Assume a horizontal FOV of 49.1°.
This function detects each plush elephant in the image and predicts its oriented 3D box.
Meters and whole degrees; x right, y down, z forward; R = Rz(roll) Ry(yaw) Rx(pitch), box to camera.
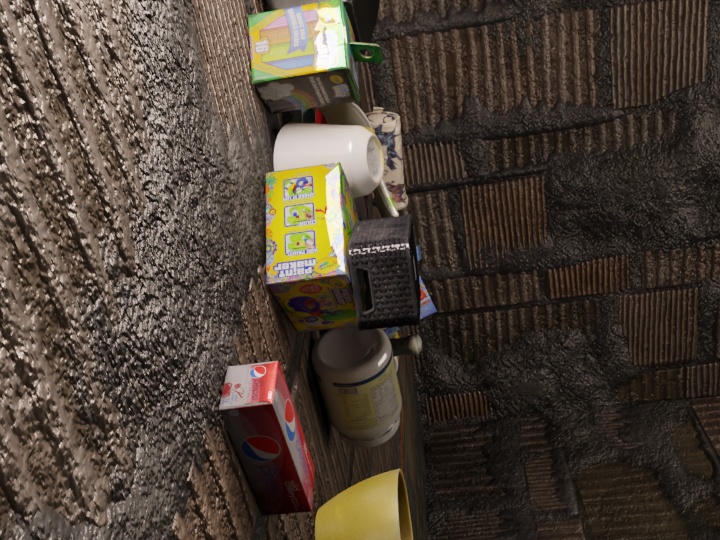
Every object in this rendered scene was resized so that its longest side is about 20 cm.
[{"bbox_3d":[0.005,0.105,1.627,0.155,0.200,0.165,44,31,-41],"label":"plush elephant"}]

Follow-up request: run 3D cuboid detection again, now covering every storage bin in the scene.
[{"bbox_3d":[0.042,-0.001,1.238,0.200,0.093,0.136,-71,154,-73],"label":"storage bin"}]

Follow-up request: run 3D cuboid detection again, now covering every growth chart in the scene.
[{"bbox_3d":[0.043,-0.126,1.485,0.200,0.018,0.145,87,-19,-80],"label":"growth chart"}]

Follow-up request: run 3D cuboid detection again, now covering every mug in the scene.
[{"bbox_3d":[-0.042,-0.196,1.329,0.149,0.153,0.187,49,44,-56],"label":"mug"}]

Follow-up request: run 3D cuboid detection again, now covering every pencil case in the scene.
[{"bbox_3d":[0.050,-0.225,1.594,0.089,0.078,0.201,-119,-161,-63],"label":"pencil case"}]

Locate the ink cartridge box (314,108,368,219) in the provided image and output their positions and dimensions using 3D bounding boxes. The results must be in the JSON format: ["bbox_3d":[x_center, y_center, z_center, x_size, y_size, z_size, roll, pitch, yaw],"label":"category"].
[{"bbox_3d":[-0.036,-0.225,1.548,0.200,0.084,0.176,-90,171,-47],"label":"ink cartridge box"}]

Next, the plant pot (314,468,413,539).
[{"bbox_3d":[0.006,0.430,1.269,0.200,0.142,0.201,-8,90,-83],"label":"plant pot"}]

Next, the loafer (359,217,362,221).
[{"bbox_3d":[-0.031,-0.042,1.563,0.072,0.073,0.200,58,-17,1],"label":"loafer"}]

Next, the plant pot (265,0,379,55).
[{"bbox_3d":[-0.071,-0.469,1.366,0.200,0.199,0.178,70,14,-61],"label":"plant pot"}]

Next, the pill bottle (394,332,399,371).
[{"bbox_3d":[0.038,0.190,1.914,0.200,0.114,0.115,-75,156,-71],"label":"pill bottle"}]

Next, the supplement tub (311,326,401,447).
[{"bbox_3d":[-0.002,0.210,1.432,0.145,0.145,0.200,-88,169,-53],"label":"supplement tub"}]

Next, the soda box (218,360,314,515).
[{"bbox_3d":[-0.105,0.202,0.928,0.070,0.063,0.200,-89,169,-51],"label":"soda box"}]

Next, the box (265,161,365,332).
[{"bbox_3d":[-0.067,-0.031,1.250,0.200,0.122,0.193,70,14,-63],"label":"box"}]

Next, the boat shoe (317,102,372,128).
[{"bbox_3d":[-0.048,-0.308,1.455,0.200,0.074,0.060,37,32,-19],"label":"boat shoe"}]

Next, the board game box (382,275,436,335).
[{"bbox_3d":[0.034,0.063,1.550,0.136,0.200,0.034,65,-17,3],"label":"board game box"}]

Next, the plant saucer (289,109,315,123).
[{"bbox_3d":[-0.105,-0.231,1.498,0.201,0.039,0.202,-7,90,-83],"label":"plant saucer"}]

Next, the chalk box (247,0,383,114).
[{"bbox_3d":[-0.066,-0.343,1.260,0.124,0.199,0.124,58,26,-75],"label":"chalk box"}]

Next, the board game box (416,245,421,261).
[{"bbox_3d":[0.031,-0.025,1.725,0.151,0.199,0.037,-25,107,-83],"label":"board game box"}]

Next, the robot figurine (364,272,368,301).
[{"bbox_3d":[-0.002,-0.001,1.427,0.150,0.200,0.125,42,34,-19],"label":"robot figurine"}]
